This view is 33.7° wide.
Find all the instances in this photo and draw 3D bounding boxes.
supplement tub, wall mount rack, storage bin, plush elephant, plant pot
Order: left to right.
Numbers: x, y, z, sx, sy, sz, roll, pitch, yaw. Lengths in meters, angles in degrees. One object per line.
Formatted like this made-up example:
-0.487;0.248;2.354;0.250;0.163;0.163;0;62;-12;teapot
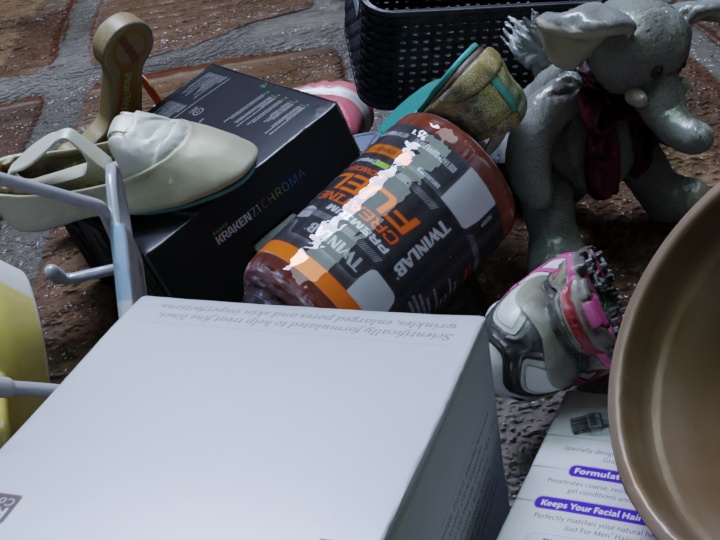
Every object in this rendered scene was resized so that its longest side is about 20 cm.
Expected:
-0.162;0.026;0.673;0.073;0.174;0.203;-10;70;-4;wall mount rack
0.000;0.000;0.748;0.200;0.108;0.106;-45;41;-20;supplement tub
0.090;-0.211;0.964;0.197;0.095;0.136;-4;45;-7;storage bin
0.176;-0.113;0.795;0.163;0.202;0.155;-18;-9;-25;plush elephant
0.207;0.047;0.482;0.200;0.092;0.203;-34;40;34;plant pot

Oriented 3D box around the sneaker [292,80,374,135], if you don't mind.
-0.090;-0.128;1.065;0.197;0.075;0.087;-3;31;12;sneaker

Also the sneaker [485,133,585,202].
0.092;-0.077;0.935;0.199;0.075;0.081;12;45;45;sneaker

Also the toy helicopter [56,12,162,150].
-0.184;-0.117;0.954;0.131;0.202;0.079;-25;55;-34;toy helicopter

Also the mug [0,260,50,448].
-0.268;0.071;0.724;0.151;0.150;0.188;-12;59;-22;mug

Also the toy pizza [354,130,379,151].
-0.021;-0.036;0.898;0.198;0.032;0.201;-19;33;13;toy pizza

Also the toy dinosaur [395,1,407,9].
0.094;-0.207;1.083;0.085;0.137;0.200;-21;31;-20;toy dinosaur

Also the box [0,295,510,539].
-0.050;0.120;0.547;0.196;0.132;0.200;3;31;21;box

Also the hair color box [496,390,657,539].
0.118;0.140;0.531;0.108;0.066;0.200;5;34;26;hair color box

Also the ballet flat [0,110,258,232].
-0.164;-0.069;0.783;0.198;0.070;0.070;-12;26;22;ballet flat

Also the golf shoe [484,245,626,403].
0.105;0.032;0.666;0.091;0.073;0.200;-25;-10;16;golf shoe

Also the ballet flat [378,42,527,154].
0.063;-0.101;0.826;0.070;0.072;0.200;-17;0;-14;ballet flat

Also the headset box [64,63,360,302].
-0.106;-0.052;0.864;0.174;0.093;0.199;-41;35;-19;headset box
